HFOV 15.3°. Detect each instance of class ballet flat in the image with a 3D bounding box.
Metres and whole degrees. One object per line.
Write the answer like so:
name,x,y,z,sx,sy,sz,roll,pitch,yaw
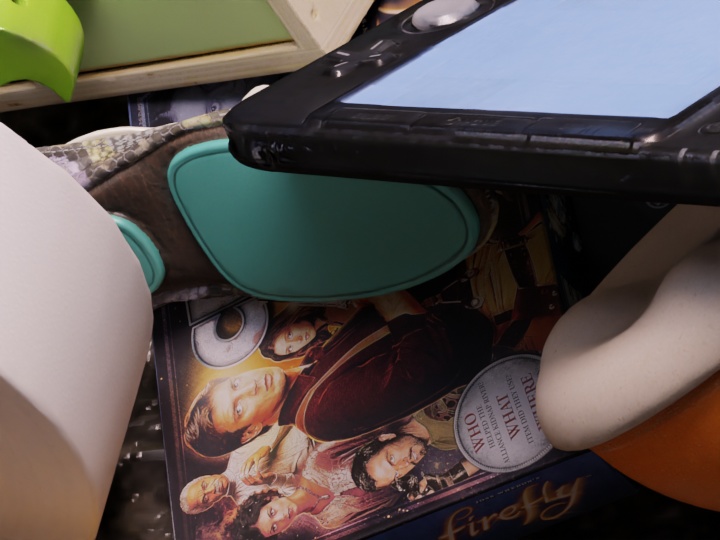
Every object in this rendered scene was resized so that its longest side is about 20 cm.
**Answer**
ballet flat,-0.048,-0.025,0.804,0.200,0.072,0.072,-11,50,27

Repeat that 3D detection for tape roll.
tape roll,-0.164,0.021,0.774,0.202,0.202,0.071,2,55,17

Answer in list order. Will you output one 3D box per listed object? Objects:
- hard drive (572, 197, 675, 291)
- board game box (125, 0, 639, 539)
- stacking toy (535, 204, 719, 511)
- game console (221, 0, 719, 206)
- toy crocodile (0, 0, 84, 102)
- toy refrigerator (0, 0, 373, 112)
hard drive,0.118,-0.035,0.848,0.140,0.033,0.200,-39,54,-14
board game box,0.000,0.000,0.822,0.135,0.035,0.200,-24,52,19
stacking toy,0.156,0.054,0.701,0.146,0.146,0.200,-44,95,-18
game console,0.071,-0.105,0.682,0.176,0.116,0.200,-32,25,-36
toy crocodile,-0.170,-0.027,0.868,0.200,0.062,0.068,-43,25,19
toy refrigerator,-0.090,-0.102,0.879,0.200,0.076,0.070,-3,45,41
